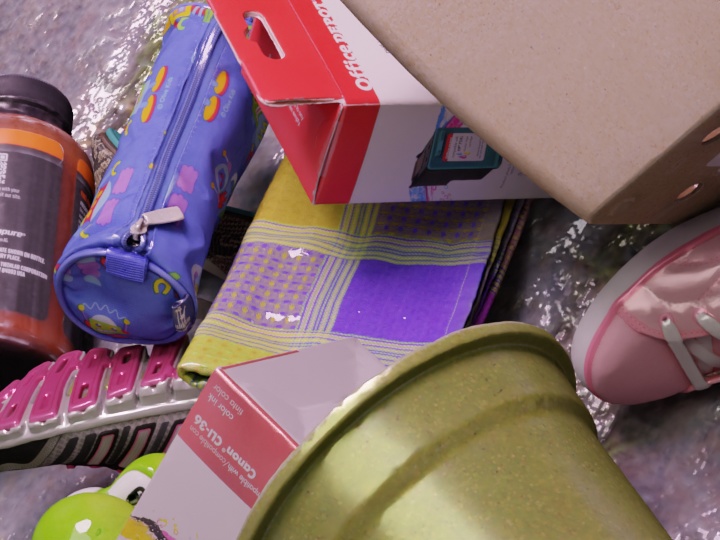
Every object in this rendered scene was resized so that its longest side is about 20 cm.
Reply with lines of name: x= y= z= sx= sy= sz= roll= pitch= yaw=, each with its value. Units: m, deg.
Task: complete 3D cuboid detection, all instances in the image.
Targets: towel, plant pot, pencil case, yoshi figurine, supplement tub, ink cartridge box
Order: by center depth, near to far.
plant pot: x=0.073 y=0.157 z=1.002 sx=0.200 sy=0.200 sz=0.184 roll=-44 pitch=58 yaw=-1
plant pot: x=0.135 y=-0.130 z=1.064 sx=0.200 sy=0.200 sz=0.178 roll=-41 pitch=69 yaw=27
ink cartridge box: x=-0.059 y=0.134 z=1.082 sx=0.067 sy=0.116 sz=0.201 roll=41 pitch=115 yaw=23
yoshi figurine: x=-0.164 y=0.169 z=1.161 sx=0.200 sy=0.112 sz=0.112 roll=-45 pitch=30 yaw=18
towel: x=0.000 y=0.000 z=1.192 sx=0.143 sy=0.023 sz=0.200 roll=9 pitch=43 yaw=16
ink cartridge box: x=0.016 y=-0.096 z=1.198 sx=0.116 sy=0.199 sz=0.067 roll=-118 pitch=36 yaw=-43
pencil case: x=-0.097 y=-0.054 z=1.230 sx=0.078 sy=0.087 sz=0.201 roll=20 pitch=55 yaw=0
supplement tub: x=-0.209 y=-0.016 z=1.348 sx=0.106 sy=0.107 sz=0.201 roll=-16 pitch=52 yaw=23

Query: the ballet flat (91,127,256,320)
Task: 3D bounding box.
ballet flat: x=-0.102 y=-0.017 z=1.310 sx=0.200 sy=0.068 sz=0.076 roll=28 pitch=87 yaw=39

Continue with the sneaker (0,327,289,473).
sneaker: x=-0.112 y=0.087 z=1.220 sx=0.199 sy=0.088 sz=0.074 roll=-14 pitch=25 yaw=14

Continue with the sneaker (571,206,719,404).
sneaker: x=0.198 y=0.021 z=1.074 sx=0.200 sy=0.075 sz=0.105 roll=-30 pitch=42 yaw=6
